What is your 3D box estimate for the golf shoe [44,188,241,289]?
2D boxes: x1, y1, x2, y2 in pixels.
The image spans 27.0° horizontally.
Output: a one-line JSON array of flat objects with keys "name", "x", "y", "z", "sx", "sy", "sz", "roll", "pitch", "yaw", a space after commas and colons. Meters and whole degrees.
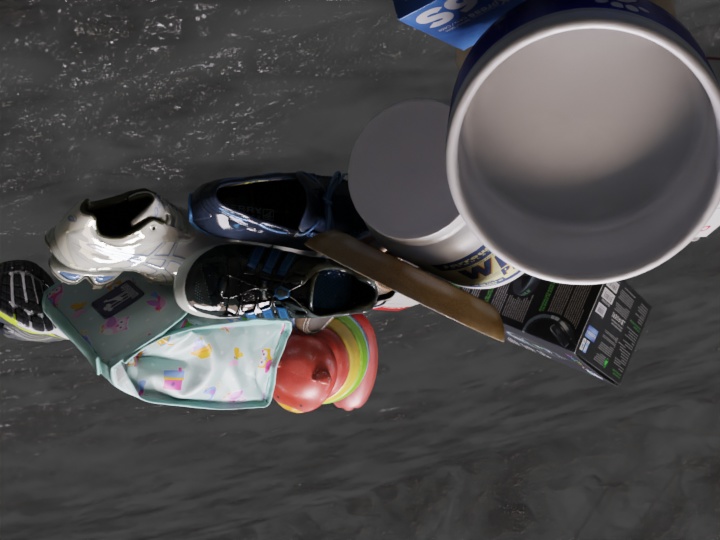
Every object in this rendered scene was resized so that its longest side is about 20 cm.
[{"name": "golf shoe", "x": -0.189, "y": -0.035, "z": 1.396, "sx": 0.199, "sy": 0.079, "sz": 0.097, "roll": -8, "pitch": 151, "yaw": -35}]

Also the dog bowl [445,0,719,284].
[{"name": "dog bowl", "x": 0.160, "y": -0.096, "z": 1.070, "sx": 0.199, "sy": 0.201, "sz": 0.079, "roll": -17, "pitch": -155, "yaw": 13}]

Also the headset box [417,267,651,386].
[{"name": "headset box", "x": 0.167, "y": 0.024, "z": 1.502, "sx": 0.199, "sy": 0.093, "sz": 0.174, "roll": 22, "pitch": 175, "yaw": 27}]

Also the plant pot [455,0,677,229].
[{"name": "plant pot", "x": 0.188, "y": -0.103, "z": 1.217, "sx": 0.186, "sy": 0.202, "sz": 0.187, "roll": -11, "pitch": 164, "yaw": -3}]

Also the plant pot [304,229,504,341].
[{"name": "plant pot", "x": 0.044, "y": 0.009, "z": 1.344, "sx": 0.199, "sy": 0.028, "sz": 0.200, "roll": 27, "pitch": -179, "yaw": 0}]

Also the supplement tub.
[{"name": "supplement tub", "x": 0.083, "y": -0.069, "z": 1.350, "sx": 0.144, "sy": 0.146, "sz": 0.200, "roll": -19, "pitch": 163, "yaw": 20}]

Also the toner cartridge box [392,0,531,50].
[{"name": "toner cartridge box", "x": 0.125, "y": -0.222, "z": 1.047, "sx": 0.199, "sy": 0.044, "sz": 0.095, "roll": -23, "pitch": 162, "yaw": 31}]

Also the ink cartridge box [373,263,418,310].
[{"name": "ink cartridge box", "x": 0.044, "y": -0.003, "z": 1.668, "sx": 0.199, "sy": 0.068, "sz": 0.116, "roll": -20, "pitch": 163, "yaw": 40}]

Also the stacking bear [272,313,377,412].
[{"name": "stacking bear", "x": -0.049, "y": 0.099, "z": 1.626, "sx": 0.121, "sy": 0.114, "sz": 0.200, "roll": 25, "pitch": -171, "yaw": 7}]

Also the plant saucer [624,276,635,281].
[{"name": "plant saucer", "x": 0.191, "y": -0.030, "z": 1.526, "sx": 0.199, "sy": 0.030, "sz": 0.200, "roll": 24, "pitch": 177, "yaw": 1}]

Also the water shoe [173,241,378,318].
[{"name": "water shoe", "x": -0.076, "y": 0.010, "z": 1.407, "sx": 0.199, "sy": 0.072, "sz": 0.079, "roll": -1, "pitch": -176, "yaw": -32}]

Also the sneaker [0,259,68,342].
[{"name": "sneaker", "x": -0.344, "y": 0.042, "z": 1.536, "sx": 0.080, "sy": 0.074, "sz": 0.200, "roll": -13, "pitch": 163, "yaw": 15}]

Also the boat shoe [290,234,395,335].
[{"name": "boat shoe", "x": 0.000, "y": 0.000, "z": 1.509, "sx": 0.072, "sy": 0.072, "sz": 0.200, "roll": -3, "pitch": 136, "yaw": -54}]

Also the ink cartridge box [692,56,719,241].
[{"name": "ink cartridge box", "x": 0.330, "y": -0.112, "z": 1.452, "sx": 0.144, "sy": 0.084, "sz": 0.200, "roll": -3, "pitch": 151, "yaw": -35}]

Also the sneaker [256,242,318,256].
[{"name": "sneaker", "x": -0.064, "y": -0.006, "z": 1.573, "sx": 0.076, "sy": 0.081, "sz": 0.200, "roll": -3, "pitch": 160, "yaw": -24}]

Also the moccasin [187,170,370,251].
[{"name": "moccasin", "x": -0.060, "y": -0.054, "z": 1.404, "sx": 0.199, "sy": 0.081, "sz": 0.068, "roll": -6, "pitch": 170, "yaw": -26}]

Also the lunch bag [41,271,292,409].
[{"name": "lunch bag", "x": -0.197, "y": 0.056, "z": 1.484, "sx": 0.199, "sy": 0.170, "sz": 0.123, "roll": 1, "pitch": 116, "yaw": -39}]
